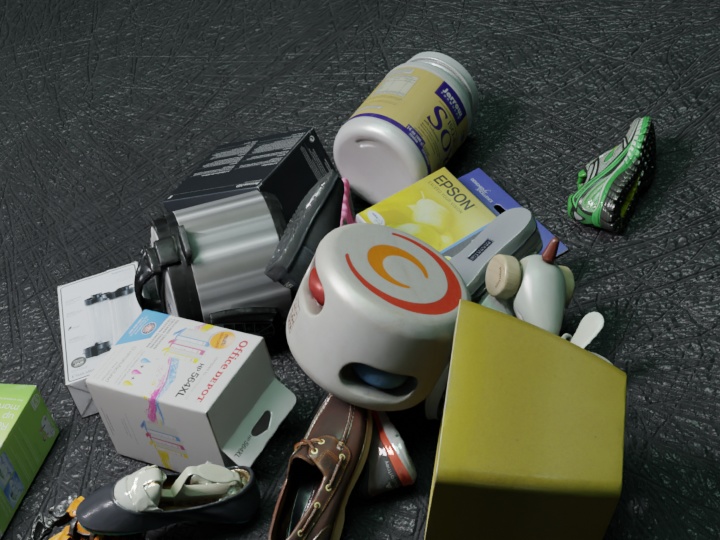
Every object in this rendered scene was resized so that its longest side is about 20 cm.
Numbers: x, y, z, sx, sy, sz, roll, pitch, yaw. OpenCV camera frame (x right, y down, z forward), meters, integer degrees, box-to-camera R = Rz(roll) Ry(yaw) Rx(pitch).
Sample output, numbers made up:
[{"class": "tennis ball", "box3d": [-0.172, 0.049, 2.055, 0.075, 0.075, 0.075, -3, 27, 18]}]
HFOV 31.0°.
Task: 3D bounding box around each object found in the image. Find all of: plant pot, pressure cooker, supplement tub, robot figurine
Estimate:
[{"class": "plant pot", "box3d": [0.163, 0.175, 1.278, 0.174, 0.201, 0.202, 8, 53, 4]}, {"class": "pressure cooker", "box3d": [-0.182, 0.004, 1.606, 0.197, 0.178, 0.179, -14, 21, -13]}, {"class": "supplement tub", "box3d": [0.067, -0.197, 1.797, 0.144, 0.147, 0.201, 12, 47, 30]}, {"class": "robot figurine", "box3d": [-0.307, 0.322, 1.368, 0.143, 0.059, 0.201, 8, 45, 26]}]

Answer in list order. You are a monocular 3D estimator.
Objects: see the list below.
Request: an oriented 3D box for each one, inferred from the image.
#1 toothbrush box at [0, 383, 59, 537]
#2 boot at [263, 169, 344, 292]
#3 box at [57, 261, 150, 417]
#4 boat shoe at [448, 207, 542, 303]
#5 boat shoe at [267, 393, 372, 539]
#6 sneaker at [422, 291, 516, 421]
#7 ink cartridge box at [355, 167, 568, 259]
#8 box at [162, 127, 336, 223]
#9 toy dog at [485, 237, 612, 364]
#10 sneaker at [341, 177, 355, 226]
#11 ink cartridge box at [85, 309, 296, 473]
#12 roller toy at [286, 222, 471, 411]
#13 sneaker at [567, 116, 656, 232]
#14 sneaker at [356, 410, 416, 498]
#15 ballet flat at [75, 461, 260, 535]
[{"class": "toothbrush box", "box3d": [-0.464, 0.230, 1.509, 0.144, 0.087, 0.201, 1, 43, 20]}, {"class": "boot", "box3d": [0.000, 0.001, 1.546, 0.066, 0.199, 0.166, -29, 28, 58]}, {"class": "box", "box3d": [-0.319, 0.084, 1.655, 0.115, 0.061, 0.201, -18, 39, -4]}, {"class": "boat shoe", "box3d": [0.137, 0.011, 1.544, 0.200, 0.066, 0.072, -43, 35, -13]}, {"class": "boat shoe", "box3d": [-0.043, 0.210, 1.355, 0.070, 0.070, 0.202, -13, 52, 42]}, {"class": "sneaker", "box3d": [0.165, 0.108, 1.474, 0.114, 0.076, 0.201, 21, 58, 25]}, {"class": "ink cartridge box", "box3d": [0.129, -0.048, 1.659, 0.199, 0.047, 0.198, -31, 51, -16]}, {"class": "box", "box3d": [-0.153, -0.114, 1.782, 0.198, 0.079, 0.141, -5, 33, 43]}, {"class": "toy dog", "box3d": [0.214, 0.045, 1.431, 0.131, 0.097, 0.201, -11, 55, -32]}, {"class": "sneaker", "box3d": [-0.055, -0.061, 1.711, 0.094, 0.080, 0.201, -11, 23, 10]}, {"class": "ink cartridge box", "box3d": [-0.185, 0.146, 1.485, 0.198, 0.126, 0.129, 10, 44, 28]}, {"class": "roller toy", "box3d": [0.015, 0.052, 1.399, 0.200, 0.141, 0.182, 40, 34, 20]}, {"class": "sneaker", "box3d": [0.330, -0.135, 1.692, 0.084, 0.079, 0.200, 12, 47, 31]}, {"class": "sneaker", "box3d": [-0.009, 0.172, 1.441, 0.081, 0.078, 0.201, -28, 38, -4]}, {"class": "ballet flat", "box3d": [-0.200, 0.234, 1.375, 0.197, 0.074, 0.073, 0, 35, -19]}]
